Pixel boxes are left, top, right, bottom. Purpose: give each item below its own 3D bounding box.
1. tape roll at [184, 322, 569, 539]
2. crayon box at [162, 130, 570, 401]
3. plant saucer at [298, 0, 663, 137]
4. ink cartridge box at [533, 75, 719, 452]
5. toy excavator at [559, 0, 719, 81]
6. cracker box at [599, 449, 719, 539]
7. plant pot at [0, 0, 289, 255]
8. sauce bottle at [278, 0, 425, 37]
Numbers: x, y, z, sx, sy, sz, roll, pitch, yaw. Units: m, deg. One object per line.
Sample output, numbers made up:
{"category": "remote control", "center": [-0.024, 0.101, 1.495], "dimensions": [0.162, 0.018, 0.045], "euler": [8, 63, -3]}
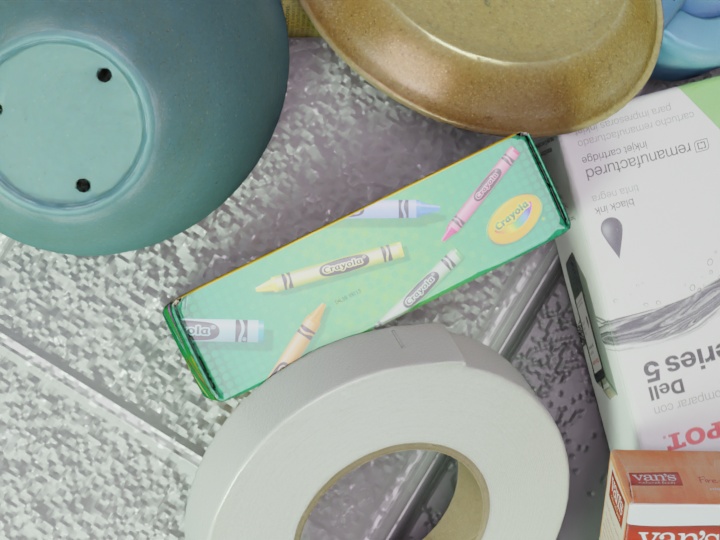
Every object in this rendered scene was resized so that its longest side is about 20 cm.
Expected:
{"category": "tape roll", "center": [0.010, 0.121, 1.279], "dimensions": [0.202, 0.037, 0.204], "euler": [-12, 126, -17]}
{"category": "crayon box", "center": [0.000, 0.000, 1.298], "dimensions": [0.199, 0.119, 0.058], "euler": [-26, 91, -7]}
{"category": "plant saucer", "center": [0.059, -0.151, 1.244], "dimensions": [0.200, 0.200, 0.036], "euler": [31, 52, -4]}
{"category": "ink cartridge box", "center": [0.187, 0.002, 1.336], "dimensions": [0.145, 0.084, 0.201], "euler": [-15, 89, -7]}
{"category": "toy excavator", "center": [0.204, -0.151, 1.342], "dimensions": [0.200, 0.100, 0.195], "euler": [40, 78, -9]}
{"category": "cracker box", "center": [0.187, 0.191, 1.300], "dimensions": [0.133, 0.058, 0.201], "euler": [1, 116, -6]}
{"category": "plant pot", "center": [-0.138, -0.090, 1.245], "dimensions": [0.199, 0.135, 0.201], "euler": [1, 109, 2]}
{"category": "sauce bottle", "center": [-0.051, -0.154, 1.325], "dimensions": [0.199, 0.065, 0.065], "euler": [-1, 88, -8]}
